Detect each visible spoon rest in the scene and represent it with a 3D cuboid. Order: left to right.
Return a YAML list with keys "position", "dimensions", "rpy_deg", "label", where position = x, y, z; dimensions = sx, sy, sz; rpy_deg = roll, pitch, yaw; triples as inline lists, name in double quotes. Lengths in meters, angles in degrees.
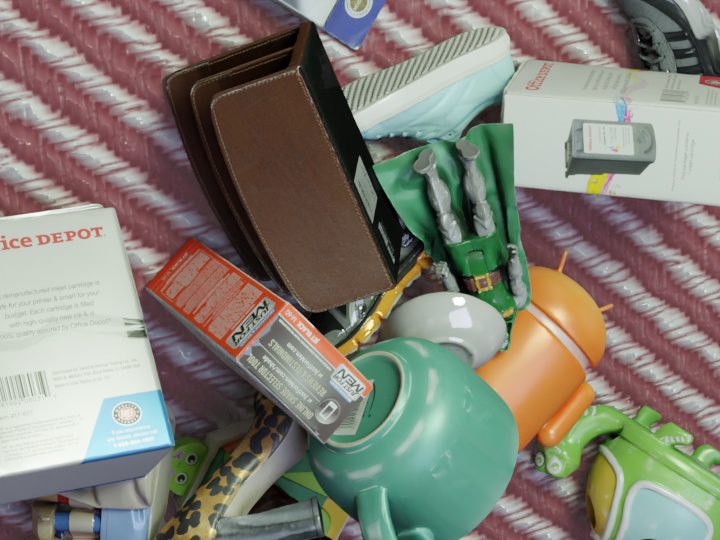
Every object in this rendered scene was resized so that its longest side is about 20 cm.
- position: [0.040, 0.078, 1.670]
  dimensions: [0.099, 0.061, 0.200]
  rpy_deg: [27, 129, -28]
  label: "spoon rest"

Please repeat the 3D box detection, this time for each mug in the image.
- position: [0.038, 0.138, 1.555]
  dimensions: [0.152, 0.185, 0.114]
  rpy_deg: [-43, 126, 7]
  label: "mug"

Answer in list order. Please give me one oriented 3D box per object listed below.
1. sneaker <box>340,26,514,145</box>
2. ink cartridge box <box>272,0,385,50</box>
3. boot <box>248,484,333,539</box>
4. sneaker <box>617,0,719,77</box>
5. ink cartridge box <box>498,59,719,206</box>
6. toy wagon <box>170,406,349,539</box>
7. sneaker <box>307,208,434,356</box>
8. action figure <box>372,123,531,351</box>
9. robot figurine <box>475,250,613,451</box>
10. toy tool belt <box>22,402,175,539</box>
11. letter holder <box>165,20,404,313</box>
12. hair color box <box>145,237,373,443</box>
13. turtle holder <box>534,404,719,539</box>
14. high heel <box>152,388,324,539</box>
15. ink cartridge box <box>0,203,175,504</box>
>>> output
- position: [0.049, -0.131, 1.653]
  dimensions: [0.199, 0.074, 0.082]
  rpy_deg: [-25, 113, -16]
  label: "sneaker"
- position: [-0.023, -0.302, 1.581]
  dimensions: [0.199, 0.041, 0.200]
  rpy_deg: [28, 93, -31]
  label: "ink cartridge box"
- position: [-0.087, 0.272, 1.594]
  dimensions: [0.187, 0.200, 0.064]
  rpy_deg: [-49, 119, -5]
  label: "boot"
- position: [0.263, -0.179, 1.741]
  dimensions: [0.200, 0.075, 0.114]
  rpy_deg: [41, 83, -33]
  label: "sneaker"
- position: [0.224, -0.117, 1.654]
  dimensions: [0.199, 0.148, 0.086]
  rpy_deg: [5, 107, 12]
  label: "ink cartridge box"
- position: [-0.101, 0.193, 1.701]
  dimensions: [0.199, 0.040, 0.156]
  rpy_deg: [28, 92, -31]
  label: "toy wagon"
- position: [0.000, 0.000, 1.677]
  dimensions: [0.077, 0.078, 0.200]
  rpy_deg: [42, 82, -15]
  label: "sneaker"
- position: [0.095, -0.016, 1.628]
  dimensions: [0.117, 0.055, 0.201]
  rpy_deg: [-14, 123, 9]
  label: "action figure"
- position: [0.137, 0.081, 1.741]
  dimensions: [0.144, 0.117, 0.200]
  rpy_deg: [41, 84, 14]
  label: "robot figurine"
- position: [-0.223, 0.197, 1.613]
  dimensions: [0.122, 0.125, 0.201]
  rpy_deg: [9, 100, 7]
  label: "toy tool belt"
- position: [-0.069, -0.071, 1.568]
  dimensions: [0.141, 0.101, 0.201]
  rpy_deg: [-18, 115, 14]
  label: "letter holder"
- position: [-0.083, 0.052, 1.572]
  dimensions: [0.064, 0.200, 0.111]
  rpy_deg: [-47, 120, -5]
  label: "hair color box"
- position: [0.265, 0.203, 1.828]
  dimensions: [0.185, 0.141, 0.132]
  rpy_deg: [31, 92, -32]
  label: "turtle holder"
- position: [-0.113, 0.153, 1.618]
  dimensions: [0.142, 0.201, 0.072]
  rpy_deg: [-13, 135, 1]
  label: "high heel"
- position: [-0.241, 0.063, 1.508]
  dimensions: [0.145, 0.084, 0.201]
  rpy_deg: [-8, 71, -24]
  label: "ink cartridge box"
